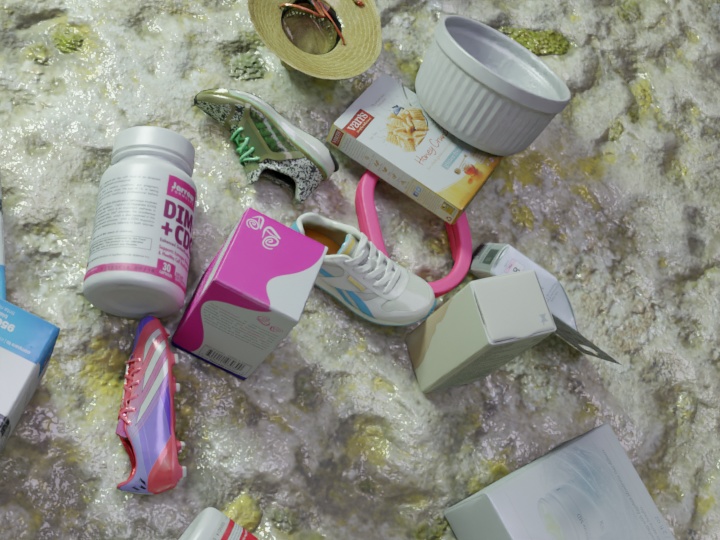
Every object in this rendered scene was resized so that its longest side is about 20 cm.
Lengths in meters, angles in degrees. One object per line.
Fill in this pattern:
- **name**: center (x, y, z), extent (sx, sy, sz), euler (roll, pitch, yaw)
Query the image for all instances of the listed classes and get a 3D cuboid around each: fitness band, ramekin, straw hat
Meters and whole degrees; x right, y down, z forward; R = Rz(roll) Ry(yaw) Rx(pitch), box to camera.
- **fitness band**: center (0.069, -0.057, 1.525), extent (0.143, 0.037, 0.200), euler (-5, 69, -24)
- **ramekin**: center (0.167, -0.240, 1.564), extent (0.200, 0.105, 0.200), euler (26, 27, -14)
- **straw hat**: center (-0.070, -0.310, 1.546), extent (0.201, 0.085, 0.201), euler (12, 60, -22)

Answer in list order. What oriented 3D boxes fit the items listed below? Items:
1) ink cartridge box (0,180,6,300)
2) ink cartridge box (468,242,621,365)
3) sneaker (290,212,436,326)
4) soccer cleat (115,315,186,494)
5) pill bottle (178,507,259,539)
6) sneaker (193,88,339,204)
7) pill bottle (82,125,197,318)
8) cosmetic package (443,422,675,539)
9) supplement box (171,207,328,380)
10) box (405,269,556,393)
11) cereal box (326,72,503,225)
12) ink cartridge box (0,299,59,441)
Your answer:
- **ink cartridge box**: center (-0.463, -0.042, 1.268), extent (0.145, 0.084, 0.200), euler (0, 69, -22)
- **ink cartridge box**: center (0.235, 0.038, 1.484), extent (0.200, 0.163, 0.057), euler (31, 88, -6)
- **sneaker**: center (0.000, 0.000, 1.424), extent (0.200, 0.081, 0.077), euler (26, 62, 5)
- **soccer cleat**: center (-0.238, 0.146, 1.296), extent (0.076, 0.067, 0.200), euler (-4, 73, -19)
- **pill bottle**: center (-0.111, 0.348, 1.233), extent (0.200, 0.112, 0.112), euler (36, 59, -4)
- **sneaker**: center (-0.127, -0.153, 1.467), extent (0.200, 0.077, 0.089), euler (32, 68, -5)
- **pill bottle**: center (-0.247, -0.056, 1.346), extent (0.113, 0.113, 0.200), euler (11, 65, -18)
- **cosmetic package**: center (0.243, 0.319, 1.389), extent (0.200, 0.123, 0.200), euler (-24, 79, -28)
- **supplement box**: center (-0.126, 0.030, 1.310), extent (0.101, 0.200, 0.103), euler (28, 61, -10)
- **box**: center (0.138, 0.076, 1.401), extent (0.095, 0.200, 0.078), euler (-10, 72, -26)
- **cereal box**: center (0.073, -0.161, 1.538), extent (0.200, 0.040, 0.144), euler (34, 48, 4)
- **ink cartridge box**: center (-0.389, 0.144, 1.175), extent (0.084, 0.145, 0.200), euler (27, 60, -8)
